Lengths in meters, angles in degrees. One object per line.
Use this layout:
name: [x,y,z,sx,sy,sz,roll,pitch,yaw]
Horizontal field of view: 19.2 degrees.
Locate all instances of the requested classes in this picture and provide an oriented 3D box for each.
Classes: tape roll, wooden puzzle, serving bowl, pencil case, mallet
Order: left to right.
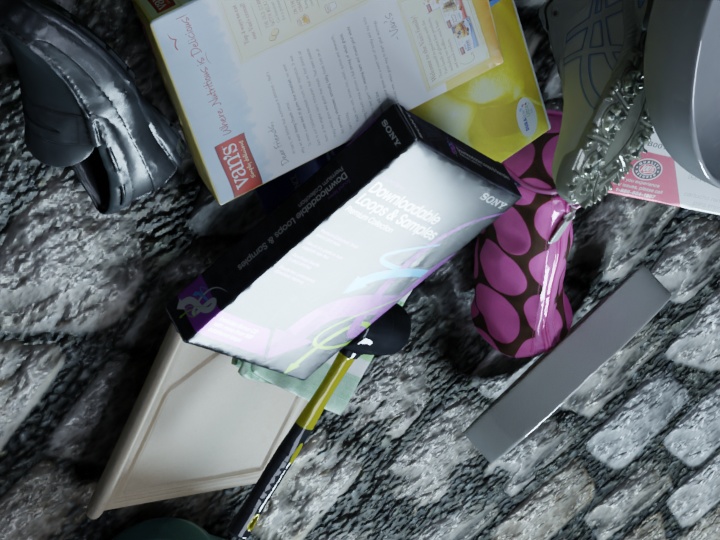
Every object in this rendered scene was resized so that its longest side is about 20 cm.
wooden puzzle: [-0.097,0.085,1.508,0.199,0.037,0.186,-10,135,-49]
mallet: [-0.030,0.102,1.488,0.066,0.041,0.201,1,122,-56]
pencil case: [0.128,-0.020,1.577,0.090,0.094,0.201,-27,146,-21]
tape roll: [0.165,0.075,1.703,0.203,0.037,0.203,-43,176,-4]
serving bowl: [0.237,-0.157,1.382,0.200,0.065,0.202,-32,131,-46]

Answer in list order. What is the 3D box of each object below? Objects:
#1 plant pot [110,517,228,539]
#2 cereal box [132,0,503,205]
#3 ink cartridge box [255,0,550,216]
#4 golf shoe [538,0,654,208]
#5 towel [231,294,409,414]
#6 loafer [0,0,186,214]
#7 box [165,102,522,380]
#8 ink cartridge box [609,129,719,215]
plant pot: [-0.119,0.286,1.586,0.200,0.200,0.188,-42,133,-2]
cereal box: [-0.022,-0.141,1.248,0.199,0.040,0.144,-26,133,-9]
ink cartridge box: [0.015,-0.115,1.353,0.200,0.047,0.198,-37,137,-14]
golf shoe: [0.157,-0.141,1.420,0.078,0.097,0.201,38,72,-58]
towel: [0.000,0.000,1.484,0.201,0.023,0.152,-59,147,2]
loafer: [-0.159,-0.090,1.192,0.070,0.068,0.201,-49,153,-8]
box: [-0.008,-0.013,1.348,0.200,0.036,0.143,-42,150,17]
ink cartridge box: [0.260,-0.146,1.534,0.145,0.085,0.201,10,124,-18]
